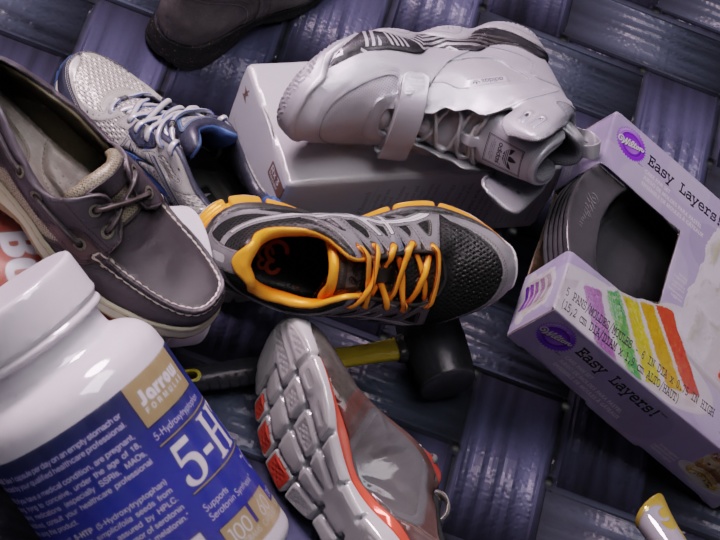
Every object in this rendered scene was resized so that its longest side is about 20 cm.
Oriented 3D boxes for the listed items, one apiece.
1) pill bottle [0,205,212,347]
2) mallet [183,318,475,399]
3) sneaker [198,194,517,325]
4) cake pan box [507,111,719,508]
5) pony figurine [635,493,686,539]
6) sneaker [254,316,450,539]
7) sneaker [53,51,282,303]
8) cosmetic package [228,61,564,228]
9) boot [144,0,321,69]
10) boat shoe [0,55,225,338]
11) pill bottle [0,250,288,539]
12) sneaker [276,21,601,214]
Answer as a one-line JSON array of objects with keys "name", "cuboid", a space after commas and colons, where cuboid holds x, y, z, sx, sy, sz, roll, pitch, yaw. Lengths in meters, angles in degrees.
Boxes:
[{"name": "pill bottle", "cuboid": [-0.192, 0.010, 1.600, 0.200, 0.112, 0.112, -5, 57, -24]}, {"name": "mallet", "cuboid": [-0.023, 0.064, 1.680, 0.200, 0.041, 0.066, -15, 63, -24]}, {"name": "sneaker", "cuboid": [0.000, 0.000, 1.640, 0.200, 0.078, 0.077, 2, 11, -13]}, {"name": "cake pan box", "cuboid": [0.191, 0.021, 1.740, 0.200, 0.052, 0.184, 40, 44, -19]}, {"name": "pony figurine", "cuboid": [0.202, 0.234, 1.577, 0.200, 0.167, 0.193, 33, 40, 25]}, {"name": "sneaker", "cuboid": [0.003, 0.118, 1.628, 0.082, 0.077, 0.200, -10, 70, -39]}, {"name": "sneaker", "cuboid": [-0.113, -0.077, 1.715, 0.200, 0.085, 0.077, 45, 52, 16]}, {"name": "cosmetic package", "cuboid": [0.022, -0.081, 1.780, 0.200, 0.074, 0.102, -4, 56, -22]}, {"name": "boot", "cuboid": [-0.056, -0.223, 1.817, 0.070, 0.132, 0.200, 37, 50, 9]}, {"name": "boat shoe", "cuboid": [-0.153, -0.042, 1.535, 0.200, 0.065, 0.072, 44, 55, -1]}, {"name": "pill bottle", "cuboid": [-0.141, 0.096, 1.505, 0.120, 0.120, 0.200, -43, 104, -39]}, {"name": "sneaker", "cuboid": [0.054, -0.093, 1.695, 0.200, 0.075, 0.115, -11, 47, -31]}]
